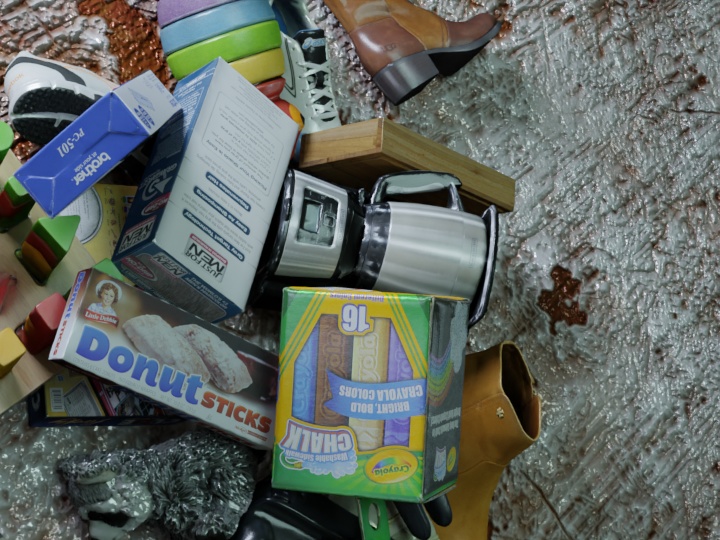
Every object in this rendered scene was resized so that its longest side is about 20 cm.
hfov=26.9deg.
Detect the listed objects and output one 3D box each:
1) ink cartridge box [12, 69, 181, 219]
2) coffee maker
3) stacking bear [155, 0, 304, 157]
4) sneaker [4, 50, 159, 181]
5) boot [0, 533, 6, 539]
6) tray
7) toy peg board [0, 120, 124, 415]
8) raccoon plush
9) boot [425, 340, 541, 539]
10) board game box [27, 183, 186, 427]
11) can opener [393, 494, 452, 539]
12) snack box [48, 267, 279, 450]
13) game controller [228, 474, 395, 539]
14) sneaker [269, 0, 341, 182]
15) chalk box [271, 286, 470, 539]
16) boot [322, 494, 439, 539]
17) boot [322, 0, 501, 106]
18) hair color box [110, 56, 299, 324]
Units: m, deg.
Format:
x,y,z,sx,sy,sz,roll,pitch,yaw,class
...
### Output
x,y,z,sx,sy,sz,roll,pitch,yaw,class
-0.191,-0.099,1.128,0.044,0.094,0.200,50,8,-10,ink cartridge box
0.000,0.000,1.336,0.199,0.192,0.135,12,48,-11,coffee maker
-0.111,-0.182,1.348,0.121,0.113,0.201,-57,129,-81,stacking bear
-0.212,-0.134,1.276,0.200,0.074,0.080,22,25,-42,sneaker
-0.255,0.306,1.072,0.154,0.073,0.204,38,54,-22,boot
0.046,-0.088,1.398,0.200,0.098,0.037,18,71,-47,tray
-0.292,-0.001,1.118,0.199,0.098,0.200,-38,90,-31,toy peg board
-0.150,0.137,1.204,0.134,0.097,0.200,35,55,-15,raccoon plush
0.109,0.173,1.347,0.071,0.144,0.202,1,72,-35,boot
-0.211,0.027,1.237,0.135,0.035,0.201,4,70,-35,board game box
0.024,0.132,1.273,0.063,0.079,0.201,-18,90,-31,can opener
-0.137,0.069,1.131,0.200,0.024,0.072,29,69,-36,snack box
-0.015,0.248,1.206,0.200,0.042,0.105,34,67,-16,game controller
-0.054,-0.180,1.411,0.072,0.072,0.201,-16,84,-41,sneaker
0.008,0.116,1.184,0.124,0.123,0.201,7,88,-73,chalk box
-0.030,0.197,1.284,0.200,0.072,0.155,-9,77,-39,boot
0.034,-0.283,1.539,0.188,0.068,0.200,-34,87,-32,boot
-0.123,-0.064,1.219,0.100,0.060,0.200,39,46,-30,hair color box
